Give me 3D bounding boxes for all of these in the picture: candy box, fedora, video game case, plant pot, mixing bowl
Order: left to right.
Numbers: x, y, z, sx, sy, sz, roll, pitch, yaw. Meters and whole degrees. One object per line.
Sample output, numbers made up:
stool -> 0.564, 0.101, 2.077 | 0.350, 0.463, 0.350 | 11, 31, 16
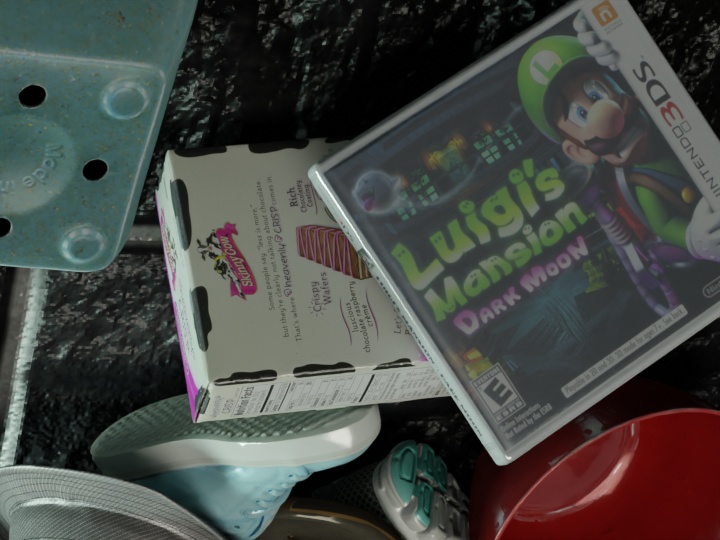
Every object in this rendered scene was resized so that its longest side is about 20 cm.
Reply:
plant pot -> -0.172, -0.106, 1.183 | 0.195, 0.200, 0.197 | 4, 128, -22
fedora -> -0.144, 0.195, 1.470 | 0.176, 0.091, 0.200 | 8, 154, 17
candy box -> 0.000, 0.000, 1.368 | 0.199, 0.137, 0.061 | -4, 156, -15
video game case -> 0.102, -0.028, 1.339 | 0.200, 0.182, 0.023 | -33, 178, -17
mixing bowl -> 0.142, 0.137, 1.546 | 0.199, 0.108, 0.201 | -13, 126, -18

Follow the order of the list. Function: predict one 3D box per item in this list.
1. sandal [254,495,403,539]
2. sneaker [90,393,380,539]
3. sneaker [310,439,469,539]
sandal -> -0.003, 0.198, 1.527 | 0.081, 0.055, 0.200 | -11, 135, 27
sneaker -> -0.057, 0.109, 1.438 | 0.200, 0.074, 0.082 | -9, 120, 42
sneaker -> 0.035, 0.178, 1.594 | 0.091, 0.078, 0.200 | -17, 134, 21
